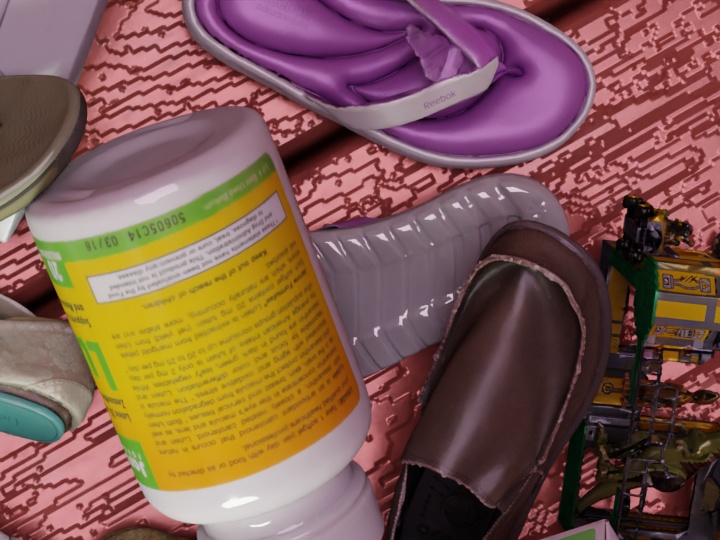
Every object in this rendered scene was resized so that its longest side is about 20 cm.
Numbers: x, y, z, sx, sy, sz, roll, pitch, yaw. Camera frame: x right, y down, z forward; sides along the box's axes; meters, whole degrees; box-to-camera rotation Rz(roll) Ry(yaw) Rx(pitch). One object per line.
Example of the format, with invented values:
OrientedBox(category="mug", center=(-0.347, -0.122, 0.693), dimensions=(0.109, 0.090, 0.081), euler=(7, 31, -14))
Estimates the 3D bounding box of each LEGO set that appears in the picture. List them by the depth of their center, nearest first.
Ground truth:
OrientedBox(category="LEGO set", center=(0.167, 0.071, 0.897), dimensions=(0.115, 0.154, 0.202), euler=(6, 94, -6))

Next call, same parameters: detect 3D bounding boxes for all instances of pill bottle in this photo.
OrientedBox(category="pill bottle", center=(-0.060, 0.040, 0.857), dimensions=(0.110, 0.111, 0.201), euler=(-22, 108, -5))

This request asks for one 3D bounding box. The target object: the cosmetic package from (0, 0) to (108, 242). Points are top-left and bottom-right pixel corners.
OrientedBox(category="cosmetic package", center=(-0.220, -0.121, 0.873), dimensions=(0.199, 0.052, 0.151), euler=(23, 114, -5))

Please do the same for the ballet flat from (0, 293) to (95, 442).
OrientedBox(category="ballet flat", center=(-0.220, 0.029, 0.909), dimensions=(0.199, 0.068, 0.063), euler=(16, 62, -9))

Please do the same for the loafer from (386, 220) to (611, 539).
OrientedBox(category="loafer", center=(0.059, 0.074, 0.882), dimensions=(0.073, 0.071, 0.201), euler=(22, 118, 16))

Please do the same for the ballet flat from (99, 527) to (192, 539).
OrientedBox(category="ballet flat", center=(-0.038, 0.176, 0.918), dimensions=(0.199, 0.071, 0.071), euler=(22, 89, -6))

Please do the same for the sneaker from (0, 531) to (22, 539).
OrientedBox(category="sneaker", center=(-0.190, 0.144, 0.909), dimensions=(0.087, 0.074, 0.201), euler=(-32, 101, -16))

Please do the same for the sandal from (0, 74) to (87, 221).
OrientedBox(category="sandal", center=(-0.215, -0.062, 0.822), dimensions=(0.199, 0.058, 0.080), euler=(3, 56, 5))

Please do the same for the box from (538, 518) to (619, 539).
OrientedBox(category="box", center=(0.052, 0.225, 0.844), dimensions=(0.199, 0.097, 0.177), euler=(-22, 121, 21))

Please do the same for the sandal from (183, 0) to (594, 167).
OrientedBox(category="sandal", center=(0.013, -0.099, 0.918), dimensions=(0.201, 0.050, 0.083), euler=(14, 90, -5))

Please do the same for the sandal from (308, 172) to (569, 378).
OrientedBox(category="sandal", center=(0.002, 0.007, 0.929), dimensions=(0.201, 0.050, 0.083), euler=(-14, 107, 7))
